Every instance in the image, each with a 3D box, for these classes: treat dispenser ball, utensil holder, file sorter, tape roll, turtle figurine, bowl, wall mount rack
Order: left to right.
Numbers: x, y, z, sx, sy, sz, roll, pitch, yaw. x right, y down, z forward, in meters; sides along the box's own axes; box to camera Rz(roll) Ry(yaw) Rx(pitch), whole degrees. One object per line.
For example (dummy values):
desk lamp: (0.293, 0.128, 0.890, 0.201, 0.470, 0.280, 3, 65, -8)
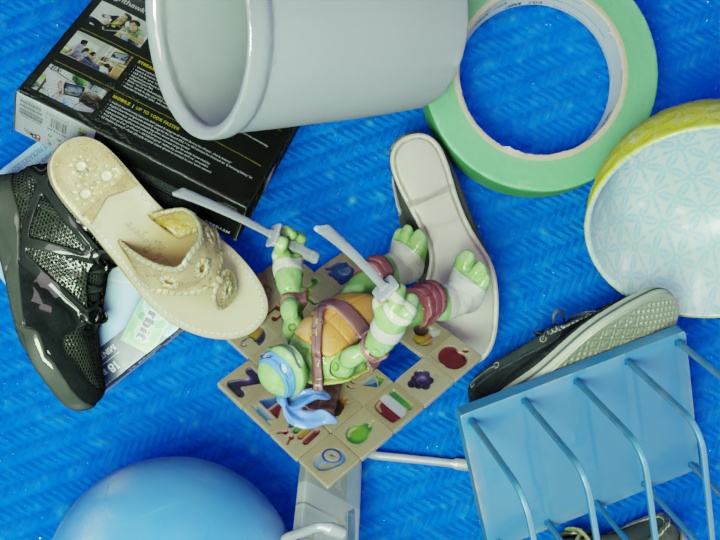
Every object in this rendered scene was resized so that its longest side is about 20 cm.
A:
treat dispenser ball: (-0.146, 0.246, 0.815, 0.198, 0.201, 0.203, 0, 88, 0)
utensil holder: (-0.040, -0.196, 0.813, 0.198, 0.169, 0.172, -13, 88, -33)
turtle figurine: (0.000, 0.000, 0.782, 0.193, 0.143, 0.202, -22, 95, -43)
wall mount rack: (0.016, 0.187, 0.849, 0.074, 0.173, 0.202, -27, 43, 34)
tape roll: (0.151, -0.165, 0.907, 0.198, 0.048, 0.203, 0, 87, -1)
file sorter: (0.197, 0.159, 0.822, 0.198, 0.123, 0.140, -19, 117, -9)
bowl: (0.282, -0.068, 0.863, 0.198, 0.201, 0.108, 12, 45, 0)

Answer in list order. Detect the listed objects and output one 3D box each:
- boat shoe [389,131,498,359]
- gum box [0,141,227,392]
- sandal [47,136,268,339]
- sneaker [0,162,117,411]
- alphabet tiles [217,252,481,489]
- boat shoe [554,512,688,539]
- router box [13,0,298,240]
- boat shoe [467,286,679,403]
boat shoe: (0.072, -0.021, 0.904, 0.066, 0.057, 0.202, -17, 93, 2)
gum box: (-0.219, -0.023, 0.903, 0.169, 0.045, 0.201, -38, 87, -1)
sandal: (-0.147, -0.016, 0.794, 0.212, 0.070, 0.078, 44, 79, -19)
sneaker: (-0.219, 0.006, 0.841, 0.113, 0.076, 0.201, -17, 83, 6)
alphabet tiles: (-0.031, 0.063, 0.848, 0.167, 0.008, 0.200, -36, 54, -26)
boat shoe: (0.175, 0.252, 0.879, 0.200, 0.072, 0.061, -29, 93, 3)
router box: (-0.156, -0.132, 0.862, 0.199, 0.051, 0.150, 27, 53, -3)
boat shoe: (0.173, 0.071, 0.883, 0.199, 0.062, 0.075, -35, 126, 6)
